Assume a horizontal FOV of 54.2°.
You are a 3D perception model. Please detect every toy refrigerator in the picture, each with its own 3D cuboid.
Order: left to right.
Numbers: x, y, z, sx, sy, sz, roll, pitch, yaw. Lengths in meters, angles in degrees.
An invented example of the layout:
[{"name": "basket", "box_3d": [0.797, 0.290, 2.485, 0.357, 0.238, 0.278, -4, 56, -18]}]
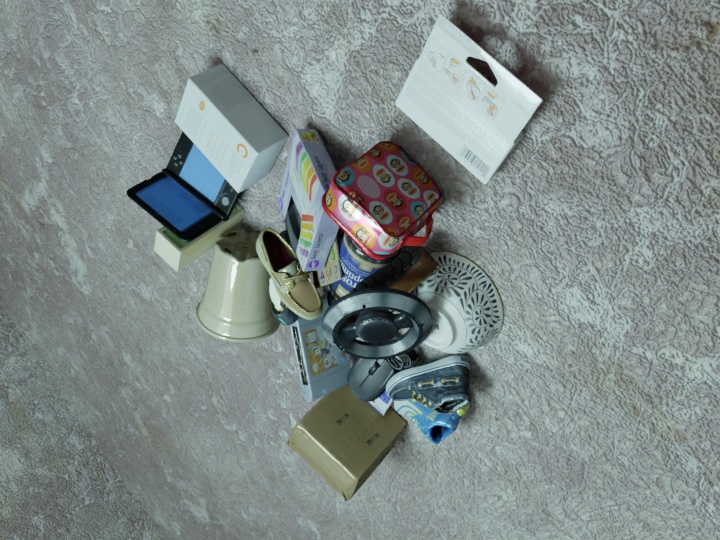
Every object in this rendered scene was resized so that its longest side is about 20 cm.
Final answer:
[{"name": "toy refrigerator", "box_3d": [-0.347, -0.091, 1.530, 0.075, 0.199, 0.071, 39, 137, 12]}]

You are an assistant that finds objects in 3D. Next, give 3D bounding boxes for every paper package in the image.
[{"name": "paper package", "box_3d": [-0.029, 0.365, 1.567, 0.189, 0.199, 0.105, 40, 137, 12]}]

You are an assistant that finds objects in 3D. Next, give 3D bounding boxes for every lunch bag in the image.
[{"name": "lunch bag", "box_3d": [0.049, -0.111, 1.161, 0.176, 0.199, 0.082, 43, 134, 8]}]

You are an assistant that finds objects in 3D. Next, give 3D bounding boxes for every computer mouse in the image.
[{"name": "computer mouse", "box_3d": [0.017, 0.211, 1.471, 0.138, 0.053, 0.202, 39, 137, 14]}]

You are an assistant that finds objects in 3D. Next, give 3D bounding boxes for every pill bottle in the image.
[{"name": "pill bottle", "box_3d": [0.000, 0.000, 1.348, 0.111, 0.112, 0.202, 37, 137, 14]}]

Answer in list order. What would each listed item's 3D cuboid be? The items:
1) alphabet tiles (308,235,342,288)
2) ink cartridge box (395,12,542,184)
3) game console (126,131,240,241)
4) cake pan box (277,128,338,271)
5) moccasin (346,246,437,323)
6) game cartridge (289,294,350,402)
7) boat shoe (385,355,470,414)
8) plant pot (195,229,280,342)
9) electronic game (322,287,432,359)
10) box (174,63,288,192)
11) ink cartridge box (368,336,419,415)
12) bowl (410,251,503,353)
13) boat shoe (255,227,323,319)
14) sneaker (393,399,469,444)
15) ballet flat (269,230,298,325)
[{"name": "alphabet tiles", "box_3d": [-0.088, -0.053, 1.387, 0.199, 0.007, 0.173, -19, 78, 64]}, {"name": "ink cartridge box", "box_3d": [0.164, -0.260, 1.065, 0.199, 0.045, 0.177, 43, 139, 9]}, {"name": "game console", "box_3d": [-0.365, -0.186, 1.489, 0.198, 0.116, 0.179, 35, 105, 18]}, {"name": "cake pan box", "box_3d": [-0.095, -0.129, 1.325, 0.202, 0.051, 0.187, 113, 144, -45]}, {"name": "moccasin", "box_3d": [0.051, 0.034, 1.265, 0.200, 0.074, 0.077, -42, 131, 14]}, {"name": "game cartridge", "box_3d": [-0.083, 0.162, 1.509, 0.041, 0.131, 0.207, -1, 103, 50]}, {"name": "boat shoe", "box_3d": [0.129, 0.240, 1.379, 0.197, 0.093, 0.070, -28, 137, 34]}, {"name": "plant pot", "box_3d": [-0.264, 0.022, 1.561, 0.197, 0.199, 0.188, 26, 123, 25]}, {"name": "electronic game", "box_3d": [0.030, 0.095, 1.229, 0.193, 0.043, 0.203, -1, 142, -1]}, {"name": "box", "box_3d": [-0.257, -0.280, 1.391, 0.201, 0.097, 0.125, 47, 138, 5]}, {"name": "ink cartridge box", "box_3d": [0.051, 0.219, 1.513, 0.099, 0.039, 0.202, 38, 136, 14]}, {"name": "bowl", "box_3d": [0.152, 0.079, 1.281, 0.197, 0.094, 0.206, 22, 131, 28]}, {"name": "boat shoe", "box_3d": [-0.141, 0.005, 1.372, 0.201, 0.073, 0.067, 51, 162, 10]}, {"name": "sneaker", "box_3d": [0.130, 0.296, 1.439, 0.076, 0.107, 0.197, 43, 142, -23]}, {"name": "ballet flat", "box_3d": [-0.160, 0.008, 1.436, 0.072, 0.072, 0.206, -25, 64, 48]}]
